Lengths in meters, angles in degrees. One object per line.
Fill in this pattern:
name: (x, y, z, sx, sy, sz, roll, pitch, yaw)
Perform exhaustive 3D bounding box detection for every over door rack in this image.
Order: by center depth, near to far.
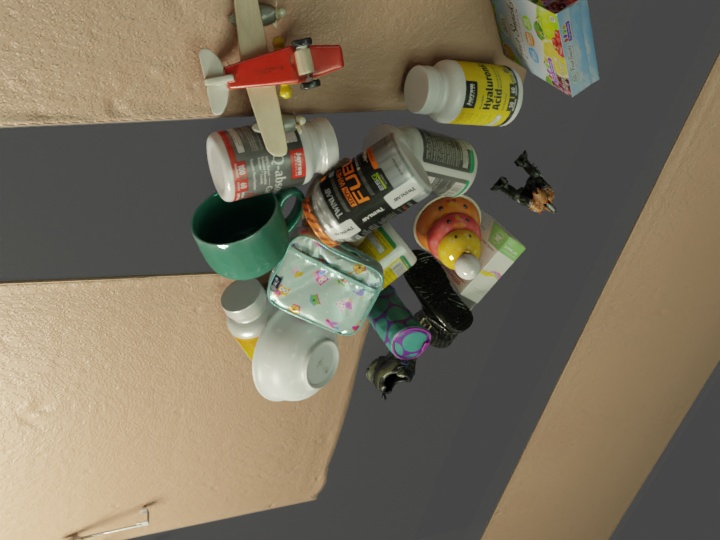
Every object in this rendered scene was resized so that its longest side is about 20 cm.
over door rack: (-0.546, 0.627, 1.706, 0.199, 0.067, 0.148, -18, 132, -18)

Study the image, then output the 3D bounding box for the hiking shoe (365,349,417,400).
hiking shoe: (0.106, 0.204, 1.751, 0.200, 0.101, 0.076, -49, 134, 11)

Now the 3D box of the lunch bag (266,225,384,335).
lunch bag: (-0.065, 0.016, 1.398, 0.200, 0.077, 0.161, 25, 112, -9)

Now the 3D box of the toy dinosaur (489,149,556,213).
toy dinosaur: (0.356, -0.167, 1.580, 0.102, 0.136, 0.200, -47, 178, -11)

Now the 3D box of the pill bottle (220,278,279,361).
pill bottle: (-0.190, 0.108, 1.490, 0.113, 0.113, 0.200, -32, 134, -6)

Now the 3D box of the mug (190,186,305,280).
mug: (-0.185, -0.060, 1.323, 0.184, 0.152, 0.115, -6, 136, 11)

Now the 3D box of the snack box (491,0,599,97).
snack box: (0.311, -0.414, 1.320, 0.068, 0.200, 0.169, -33, 134, -4)

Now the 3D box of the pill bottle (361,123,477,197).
pill bottle: (0.109, -0.204, 1.424, 0.200, 0.113, 0.113, 8, 120, -35)

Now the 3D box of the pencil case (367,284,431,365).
pencil case: (0.070, 0.104, 1.582, 0.092, 0.200, 0.085, 26, 105, -31)

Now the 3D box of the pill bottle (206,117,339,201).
pill bottle: (-0.145, -0.190, 1.281, 0.199, 0.116, 0.116, -16, 131, -20)

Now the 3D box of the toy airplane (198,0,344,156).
toy airplane: (-0.147, -0.305, 1.185, 0.199, 0.141, 0.200, 34, 110, -2)

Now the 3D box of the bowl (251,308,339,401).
bowl: (-0.104, 0.165, 1.457, 0.201, 0.090, 0.202, -25, 123, -45)

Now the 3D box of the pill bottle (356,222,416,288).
pill bottle: (0.000, 0.000, 1.509, 0.200, 0.113, 0.113, -39, 135, 1)

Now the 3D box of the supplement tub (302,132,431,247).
supplement tub: (0.009, -0.130, 1.297, 0.200, 0.123, 0.123, -32, 136, 16)

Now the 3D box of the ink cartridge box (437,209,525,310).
ink cartridge box: (0.239, -0.015, 1.648, 0.067, 0.117, 0.200, 27, 107, -43)

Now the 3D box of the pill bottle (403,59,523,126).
pill bottle: (0.182, -0.317, 1.381, 0.199, 0.111, 0.112, -4, 126, -29)

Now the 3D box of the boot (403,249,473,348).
boot: (0.145, 0.067, 1.664, 0.079, 0.211, 0.158, -30, 172, -19)

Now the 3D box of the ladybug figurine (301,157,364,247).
ladybug figurine: (-0.041, -0.121, 1.419, 0.135, 0.072, 0.200, 5, 125, -15)

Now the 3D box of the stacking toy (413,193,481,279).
stacking toy: (0.196, -0.050, 1.527, 0.146, 0.200, 0.146, -7, 126, -10)
